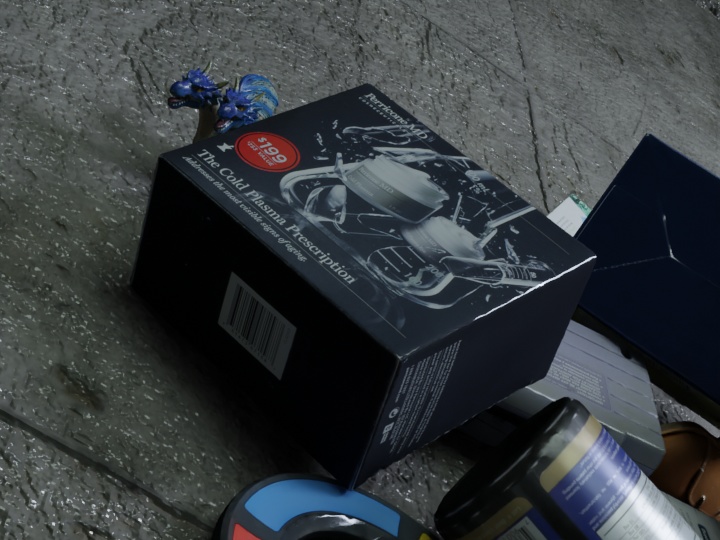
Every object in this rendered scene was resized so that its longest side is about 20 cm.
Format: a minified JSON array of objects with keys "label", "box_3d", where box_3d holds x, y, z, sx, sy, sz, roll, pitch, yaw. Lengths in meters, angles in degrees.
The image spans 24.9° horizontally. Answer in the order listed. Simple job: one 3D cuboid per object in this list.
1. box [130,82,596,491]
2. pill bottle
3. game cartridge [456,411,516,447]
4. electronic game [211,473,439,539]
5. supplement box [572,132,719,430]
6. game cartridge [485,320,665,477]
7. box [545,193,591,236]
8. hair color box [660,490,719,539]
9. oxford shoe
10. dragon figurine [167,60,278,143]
[{"label":"box","box_3d":[0.000,0.000,0.965,0.200,0.105,0.182,39,41,25]},{"label":"pill bottle","box_3d":[0.144,0.180,0.925,0.200,0.112,0.112,49,25,1]},{"label":"game cartridge","box_3d":[0.023,0.034,1.119,0.199,0.041,0.133,30,29,-19]},{"label":"electronic game","box_3d":[0.009,0.183,0.834,0.199,0.042,0.200,32,25,-17]},{"label":"supplement box","box_3d":[0.266,0.027,1.234,0.200,0.135,0.200,36,-2,18]},{"label":"game cartridge","box_3d":[0.108,0.060,1.095,0.199,0.038,0.130,26,30,-11]},{"label":"box","box_3d":[0.237,0.020,1.442,0.200,0.036,0.144,42,25,5]},{"label":"hair color box","box_3d":[0.236,0.219,1.065,0.199,0.061,0.100,29,26,-23]},{"label":"oxford shoe","box_3d":[0.234,0.155,1.169,0.199,0.071,0.072,12,46,-43]},{"label":"dragon figurine","box_3d":[-0.071,-0.094,1.130,0.059,0.100,0.200,48,26,20]}]
